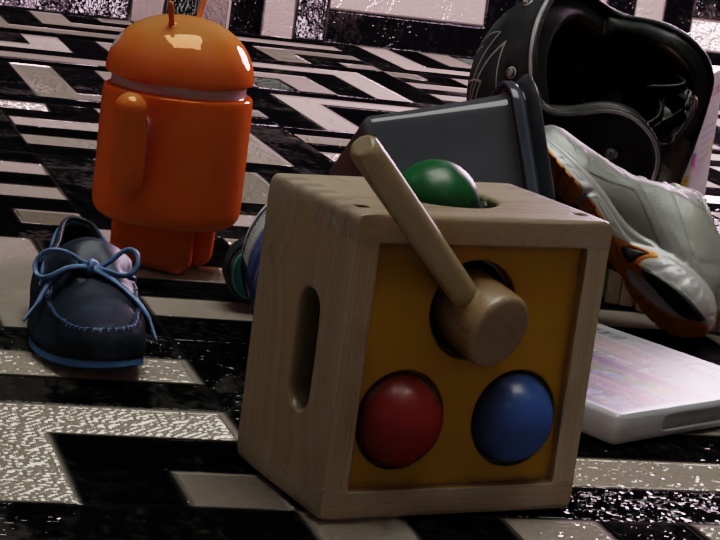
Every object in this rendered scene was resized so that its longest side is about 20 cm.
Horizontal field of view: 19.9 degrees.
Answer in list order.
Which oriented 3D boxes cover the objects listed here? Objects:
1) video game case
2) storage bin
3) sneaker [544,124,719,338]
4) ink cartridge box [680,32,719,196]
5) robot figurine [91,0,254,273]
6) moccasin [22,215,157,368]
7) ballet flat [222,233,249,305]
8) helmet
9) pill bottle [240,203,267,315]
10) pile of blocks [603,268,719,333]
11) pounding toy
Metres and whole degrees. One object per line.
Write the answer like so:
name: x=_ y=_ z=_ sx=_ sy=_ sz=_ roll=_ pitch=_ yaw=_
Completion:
video game case: x=0.149 y=0.068 z=1.359 sx=0.181 sy=0.023 sz=0.199 roll=-3 pitch=17 yaw=-44
storage bin: x=0.057 y=-0.055 z=1.595 sx=0.133 sy=0.147 sz=0.200 roll=-6 pitch=-11 yaw=-12
sneaker: x=0.212 y=-0.044 z=1.568 sx=0.092 sy=0.200 sz=0.076 roll=-41 pitch=-7 yaw=-25
ink cartridge box: x=0.252 y=-0.118 z=1.869 sx=0.124 sy=0.202 sz=0.128 roll=10 pitch=11 yaw=16
robot figurine: x=-0.139 y=-0.103 z=1.537 sx=0.143 sy=0.202 sz=0.116 roll=0 pitch=14 yaw=-32
moccasin: x=-0.180 y=0.010 z=1.294 sx=0.080 sy=0.069 sz=0.200 roll=3 pitch=13 yaw=-21
ballet flat: x=0.000 y=0.000 z=1.473 sx=0.198 sy=0.074 sz=0.073 roll=5 pitch=12 yaw=-5
helmet: x=0.181 y=-0.133 z=1.722 sx=0.189 sy=0.202 sz=0.200 roll=22 pitch=15 yaw=16
pill bottle: x=-0.020 y=0.004 z=1.325 sx=0.110 sy=0.112 sz=0.200 roll=6 pitch=12 yaw=-9
pile of blocks: x=0.233 y=-0.003 z=1.652 sx=0.199 sy=0.063 sz=0.082 roll=17 pitch=15 yaw=37
pounding toy: x=0.033 y=0.022 z=1.057 sx=0.182 sy=0.202 sz=0.142 roll=1 pitch=14 yaw=-30
